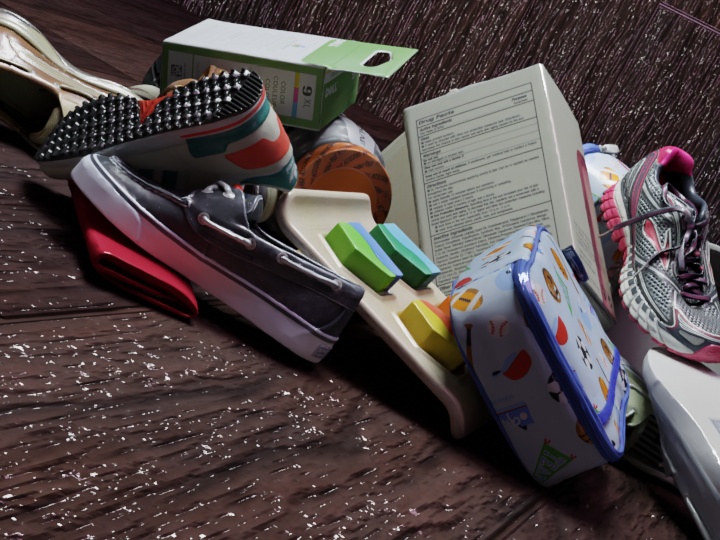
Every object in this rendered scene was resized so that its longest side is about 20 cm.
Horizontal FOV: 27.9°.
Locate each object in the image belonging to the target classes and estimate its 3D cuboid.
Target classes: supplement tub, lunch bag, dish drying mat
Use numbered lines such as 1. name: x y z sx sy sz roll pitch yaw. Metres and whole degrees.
1. supplement tub: -0.054 -0.094 1.314 0.123 0.123 0.200 22 11 -31
2. lunch bag: 0.192 -0.035 1.411 0.076 0.200 0.160 51 18 26
3. lunch bag: 0.130 0.057 0.999 0.160 0.076 0.200 60 18 -4
4. dish drying mat: -0.154 -0.019 0.960 0.077 0.018 0.200 27 8 -22

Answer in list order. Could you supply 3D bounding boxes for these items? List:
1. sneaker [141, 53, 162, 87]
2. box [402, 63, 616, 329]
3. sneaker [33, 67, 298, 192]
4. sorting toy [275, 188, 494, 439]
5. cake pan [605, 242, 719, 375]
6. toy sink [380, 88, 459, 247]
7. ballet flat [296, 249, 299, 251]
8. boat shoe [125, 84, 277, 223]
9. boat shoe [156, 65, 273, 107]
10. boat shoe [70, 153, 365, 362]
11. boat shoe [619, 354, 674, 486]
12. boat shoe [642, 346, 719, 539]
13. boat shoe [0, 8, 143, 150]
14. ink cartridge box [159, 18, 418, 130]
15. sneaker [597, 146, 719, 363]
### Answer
1. sneaker: -0.160 -0.159 1.562 0.115 0.076 0.201 31 13 -40
2. box: 0.120 -0.045 1.185 0.109 0.128 0.200 43 36 -54
3. sneaker: -0.131 -0.071 0.980 0.200 0.070 0.093 -8 -51 32
4. sorting toy: 0.038 0.020 1.022 0.200 0.036 0.185 51 15 10
5. cake pan: 0.278 0.074 1.223 0.200 0.200 0.037 26 -22 -13
6. toy sink: 0.075 -0.065 1.432 0.112 0.200 0.130 56 19 19
7. ballet flat: 0.000 0.000 1.147 0.069 0.063 0.200 32 10 33
8. boat shoe: -0.155 -0.099 1.240 0.200 0.072 0.065 38 28 30
9. boat shoe: -0.136 -0.108 1.122 0.068 0.072 0.200 46 29 -4
10. boat shoe: -0.089 -0.024 0.923 0.200 0.068 0.072 35 6 4
11. boat shoe: 0.205 0.110 1.121 0.200 0.072 0.062 28 13 -11
12. boat shoe: 0.246 0.132 1.045 0.072 0.069 0.200 10 29 -24
13. boat shoe: -0.234 -0.118 1.129 0.200 0.076 0.074 34 35 -20
14. ink cartridge box: -0.061 -0.166 1.246 0.200 0.059 0.104 10 22 14
15. sneaker: 0.246 -0.014 1.146 0.081 0.075 0.200 15 45 -30
